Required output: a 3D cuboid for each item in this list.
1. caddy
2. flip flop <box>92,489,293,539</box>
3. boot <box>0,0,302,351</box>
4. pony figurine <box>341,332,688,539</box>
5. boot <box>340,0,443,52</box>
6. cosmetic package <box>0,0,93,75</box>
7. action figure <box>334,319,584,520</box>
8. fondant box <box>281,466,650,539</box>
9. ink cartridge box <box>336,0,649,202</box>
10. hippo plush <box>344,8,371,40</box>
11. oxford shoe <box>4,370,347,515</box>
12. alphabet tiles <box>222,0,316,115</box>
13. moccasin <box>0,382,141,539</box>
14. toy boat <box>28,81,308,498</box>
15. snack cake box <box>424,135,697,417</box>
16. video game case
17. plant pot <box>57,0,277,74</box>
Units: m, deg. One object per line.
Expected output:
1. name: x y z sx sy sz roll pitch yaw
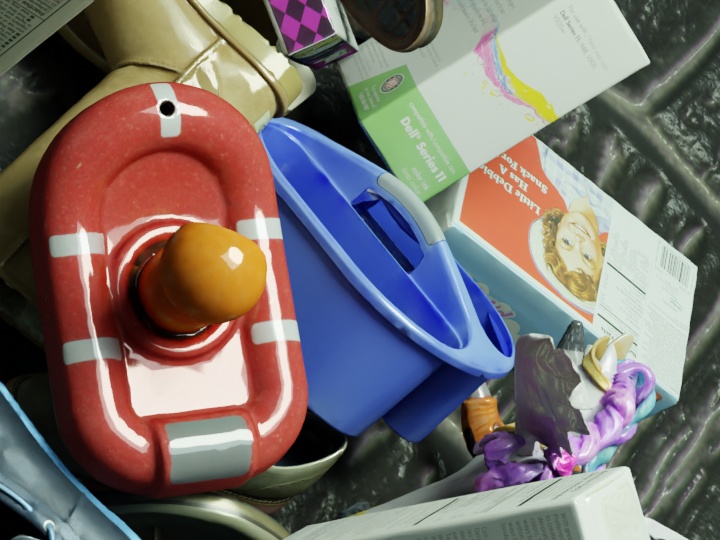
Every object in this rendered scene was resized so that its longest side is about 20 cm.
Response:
1. caddy: 0.000 0.000 1.516 0.200 0.105 0.141 51 21 26
2. flip flop: -0.059 0.170 1.428 0.200 0.081 0.058 40 56 -29
3. boot: -0.150 -0.078 1.450 0.175 0.066 0.200 38 67 8
4. pony figurine: 0.090 0.113 1.448 0.167 0.200 0.193 53 -5 -18
5. boot: 0.032 -0.192 1.571 0.097 0.075 0.201 15 42 -37
6. cosmetic package: -0.202 -0.158 1.380 0.103 0.200 0.088 34 44 -29
7. action figure: 0.083 0.130 1.568 0.199 0.104 0.194 12 65 -37
8. fondant box: 0.055 0.185 1.338 0.058 0.199 0.145 -22 97 -53
9. ink cartridge box: 0.092 -0.131 1.609 0.067 0.199 0.117 56 6 -23
10. hippo plush: 0.069 -0.180 1.706 0.160 0.200 0.160 0 55 -33
11. oxford shoe: -0.095 0.077 1.440 0.199 0.074 0.071 11 58 -42
12. alphabet tiles: -0.105 -0.170 1.638 0.200 0.015 0.196 55 39 -5
13. moccasin: -0.163 0.137 1.342 0.200 0.081 0.068 46 43 7
14. toy boat: -0.085 0.005 1.350 0.130 0.131 0.201 -6 81 -25
15. snack cake box: 0.114 -0.001 1.720 0.200 0.067 0.115 37 45 -24
16. video game case: -0.056 -0.213 1.552 0.181 0.036 0.201 -15 84 -86
17. plant pot: -0.130 -0.182 1.587 0.200 0.027 0.201 25 50 -33
